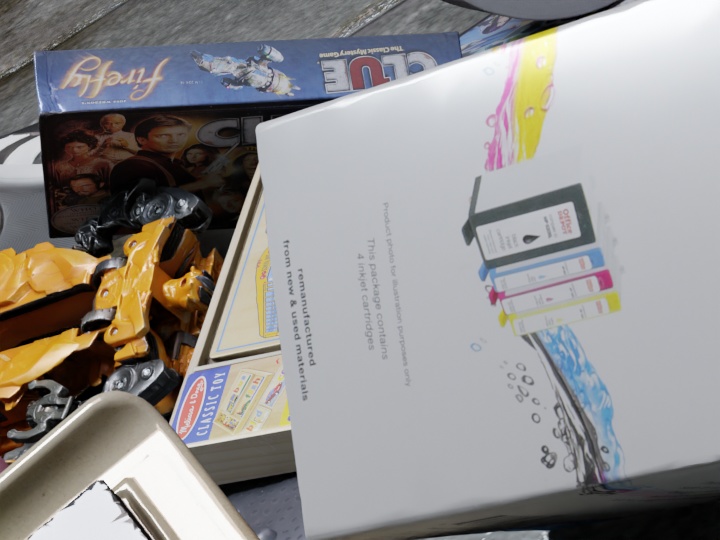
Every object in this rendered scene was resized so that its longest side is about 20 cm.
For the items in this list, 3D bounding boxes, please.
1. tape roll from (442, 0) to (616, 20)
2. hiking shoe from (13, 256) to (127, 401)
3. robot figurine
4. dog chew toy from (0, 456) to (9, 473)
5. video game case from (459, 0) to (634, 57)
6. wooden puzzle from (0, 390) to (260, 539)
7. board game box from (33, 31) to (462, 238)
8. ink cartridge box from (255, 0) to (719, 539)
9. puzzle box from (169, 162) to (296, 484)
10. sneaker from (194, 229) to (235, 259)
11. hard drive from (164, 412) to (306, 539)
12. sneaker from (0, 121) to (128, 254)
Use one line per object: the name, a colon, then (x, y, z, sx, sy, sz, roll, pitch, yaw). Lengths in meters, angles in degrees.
tape roll: (0.090, -0.238, 1.228, 0.200, 0.201, 0.066, -34, 18, -8)
hiking shoe: (-0.174, 0.044, 1.197, 0.199, 0.076, 0.101, -13, 23, 38)
robot figurine: (-0.144, 0.034, 1.088, 0.199, 0.058, 0.146, -15, 49, 32)
dog chew toy: (-0.236, 0.149, 0.990, 0.200, 0.125, 0.124, -47, 24, -19)
video game case: (0.103, -0.118, 1.254, 0.180, 0.026, 0.200, -35, 21, -10)
wooden puzzle: (-0.095, 0.154, 0.720, 0.185, 0.037, 0.200, -40, 55, -4)
board game box: (-0.056, -0.064, 1.107, 0.199, 0.035, 0.136, -4, -24, -6)
ink cartridge box: (0.092, 0.003, 0.744, 0.199, 0.146, 0.147, -15, -13, 36)
puzzle box: (0.000, 0.000, 0.954, 0.132, 0.025, 0.201, -13, 40, 26)
sneaker: (-0.104, -0.065, 1.293, 0.075, 0.106, 0.200, -13, 15, -17)
hard drive: (-0.068, 0.111, 0.941, 0.134, 0.042, 0.200, -31, 20, 0)
sneaker: (-0.169, -0.054, 1.223, 0.199, 0.073, 0.112, -13, 31, 0)
